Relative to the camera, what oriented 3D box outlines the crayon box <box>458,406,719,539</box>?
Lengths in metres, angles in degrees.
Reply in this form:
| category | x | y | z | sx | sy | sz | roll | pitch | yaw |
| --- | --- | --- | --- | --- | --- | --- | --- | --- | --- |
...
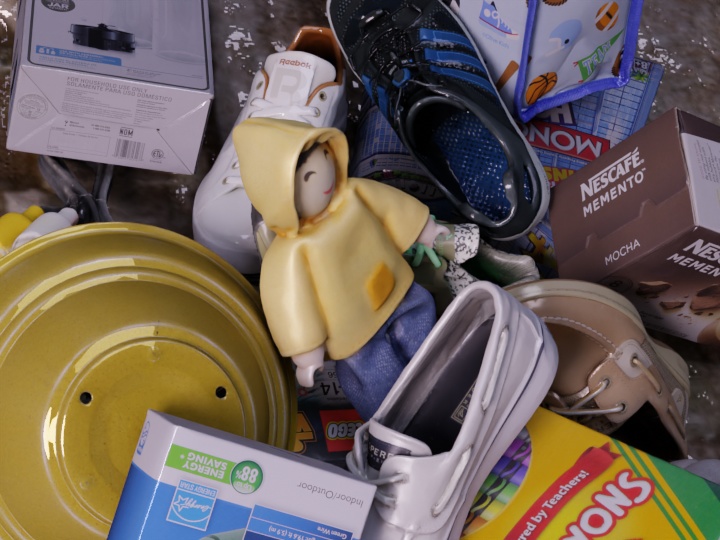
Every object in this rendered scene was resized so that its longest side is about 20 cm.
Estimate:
| category | x | y | z | sx | sy | sz | roll | pitch | yaw |
| --- | --- | --- | --- | --- | --- | --- | --- | --- | --- |
| crayon box | 0.087 | 0.138 | 0.823 | 0.200 | 0.051 | 0.127 | 21 | 55 | 42 |

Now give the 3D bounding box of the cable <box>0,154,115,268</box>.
| category | x | y | z | sx | sy | sz | roll | pitch | yaw |
| --- | --- | --- | --- | --- | --- | --- | --- | --- | --- |
| cable | -0.155 | -0.036 | 0.908 | 0.097 | 0.050 | 0.200 | 9 | 33 | -1 |

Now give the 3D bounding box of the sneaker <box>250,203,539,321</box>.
| category | x | y | z | sx | sy | sz | roll | pitch | yaw |
| --- | --- | --- | --- | --- | --- | --- | --- | --- | --- |
| sneaker | 0.025 | -0.015 | 0.925 | 0.200 | 0.088 | 0.077 | 19 | 56 | -40 |

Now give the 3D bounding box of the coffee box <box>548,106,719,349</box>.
| category | x | y | z | sx | sy | sz | roll | pitch | yaw |
| --- | --- | --- | --- | --- | --- | --- | --- | --- | --- |
| coffee box | 0.225 | -0.014 | 0.979 | 0.199 | 0.113 | 0.080 | 17 | 57 | -34 |

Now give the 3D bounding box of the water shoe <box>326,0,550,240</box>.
| category | x | y | z | sx | sy | sz | roll | pitch | yaw |
| --- | --- | --- | --- | --- | --- | --- | --- | --- | --- |
| water shoe | 0.044 | -0.108 | 0.962 | 0.200 | 0.071 | 0.079 | 53 | 12 | 14 |

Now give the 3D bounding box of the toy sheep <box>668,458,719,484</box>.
| category | x | y | z | sx | sy | sz | roll | pitch | yaw |
| --- | --- | --- | --- | --- | --- | --- | --- | --- | --- |
| toy sheep | 0.201 | 0.165 | 0.874 | 0.138 | 0.138 | 0.200 | -31 | 54 | -35 |

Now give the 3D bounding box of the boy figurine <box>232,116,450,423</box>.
| category | x | y | z | sx | sy | sz | roll | pitch | yaw |
| --- | --- | --- | --- | --- | --- | --- | --- | --- | --- |
| boy figurine | 0.000 | 0.000 | 0.844 | 0.124 | 0.064 | 0.200 | -41 | 117 | -30 |

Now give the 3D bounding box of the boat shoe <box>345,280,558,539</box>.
| category | x | y | z | sx | sy | sz | roll | pitch | yaw |
| --- | --- | --- | --- | --- | --- | --- | --- | --- | --- |
| boat shoe | 0.025 | 0.096 | 0.788 | 0.072 | 0.066 | 0.200 | 29 | 81 | 44 |

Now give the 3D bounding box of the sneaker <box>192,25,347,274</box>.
| category | x | y | z | sx | sy | sz | roll | pitch | yaw |
| --- | --- | --- | --- | --- | --- | --- | --- | --- | --- |
| sneaker | -0.055 | -0.082 | 0.978 | 0.073 | 0.085 | 0.200 | 11 | 40 | 7 |

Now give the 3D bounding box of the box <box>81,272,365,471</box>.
| category | x | y | z | sx | sy | sz | roll | pitch | yaw |
| --- | --- | --- | --- | --- | --- | --- | --- | --- | --- |
| box | -0.099 | 0.061 | 0.900 | 0.199 | 0.040 | 0.137 | -2 | 55 | -21 |

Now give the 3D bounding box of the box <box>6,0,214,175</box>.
| category | x | y | z | sx | sy | sz | roll | pitch | yaw |
| --- | --- | --- | --- | --- | --- | --- | --- | --- | --- |
| box | -0.155 | -0.149 | 1.000 | 0.116 | 0.060 | 0.200 | 8 | 38 | -13 |

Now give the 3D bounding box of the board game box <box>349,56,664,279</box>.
| category | x | y | z | sx | sy | sz | roll | pitch | yaw |
| --- | --- | --- | --- | --- | --- | --- | --- | --- | --- |
| board game box | 0.098 | -0.074 | 1.060 | 0.199 | 0.062 | 0.200 | 15 | 50 | -8 |

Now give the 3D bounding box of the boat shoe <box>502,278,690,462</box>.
| category | x | y | z | sx | sy | sz | roll | pitch | yaw |
| --- | --- | --- | --- | --- | --- | --- | --- | --- | --- |
| boat shoe | 0.136 | 0.062 | 0.914 | 0.200 | 0.071 | 0.065 | 29 | 48 | -45 |

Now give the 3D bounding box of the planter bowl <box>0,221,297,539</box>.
| category | x | y | z | sx | sy | sz | roll | pitch | yaw |
| --- | --- | --- | --- | --- | --- | --- | --- | --- | --- |
| planter bowl | -0.111 | 0.077 | 0.790 | 0.200 | 0.083 | 0.201 | -1 | 92 | -22 |

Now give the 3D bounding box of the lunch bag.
| category | x | y | z | sx | sy | sz | roll | pitch | yaw |
| --- | --- | --- | --- | --- | --- | --- | --- | --- | --- |
| lunch bag | 0.091 | -0.223 | 1.007 | 0.124 | 0.200 | 0.170 | -24 | 49 | -30 |

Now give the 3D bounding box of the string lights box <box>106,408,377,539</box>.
| category | x | y | z | sx | sy | sz | roll | pitch | yaw |
| --- | --- | --- | --- | --- | --- | --- | --- | --- | --- |
| string lights box | -0.076 | 0.175 | 0.731 | 0.102 | 0.059 | 0.201 | 19 | 86 | -20 |
